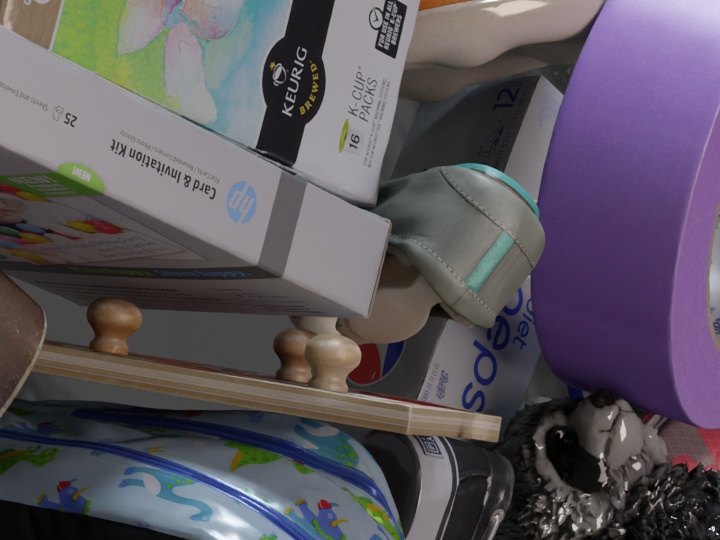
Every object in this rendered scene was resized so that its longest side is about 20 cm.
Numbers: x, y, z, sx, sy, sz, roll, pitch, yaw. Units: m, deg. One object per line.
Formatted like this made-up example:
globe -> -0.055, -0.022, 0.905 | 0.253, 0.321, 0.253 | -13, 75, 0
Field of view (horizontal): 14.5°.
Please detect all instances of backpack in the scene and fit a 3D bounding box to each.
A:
backpack -> -0.079, 0.118, 0.991 | 0.154, 0.200, 0.164 | -27, 112, -42

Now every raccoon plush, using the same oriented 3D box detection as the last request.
raccoon plush -> 0.102, 0.145, 1.168 | 0.097, 0.134, 0.201 | -16, 120, -61

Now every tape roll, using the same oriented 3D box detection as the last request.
tape roll -> 0.144, -0.039, 1.170 | 0.200, 0.065, 0.201 | -41, 140, -48

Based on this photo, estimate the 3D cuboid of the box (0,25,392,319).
box -> -0.111, -0.032, 0.983 | 0.200, 0.156, 0.041 | 27, 71, -45

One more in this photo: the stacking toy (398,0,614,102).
stacking toy -> 0.018, -0.173, 1.150 | 0.146, 0.146, 0.201 | -8, 85, -47

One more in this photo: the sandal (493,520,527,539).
sandal -> 0.106, 0.108, 1.302 | 0.200, 0.075, 0.048 | 21, 52, -53

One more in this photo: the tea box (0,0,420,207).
tea box -> -0.080, -0.145, 1.026 | 0.197, 0.133, 0.201 | 22, 76, -45

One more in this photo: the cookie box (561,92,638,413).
cookie box -> 0.174, -0.026, 1.351 | 0.200, 0.075, 0.172 | -30, 114, -41

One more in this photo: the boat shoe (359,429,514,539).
boat shoe -> 0.001, 0.155, 1.136 | 0.068, 0.074, 0.200 | 15, 102, -36

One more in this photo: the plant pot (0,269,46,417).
plant pot -> -0.231, -0.002, 0.861 | 0.200, 0.187, 0.187 | 51, 55, -17

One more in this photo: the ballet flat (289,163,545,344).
ballet flat -> 0.000, 0.000, 1.087 | 0.067, 0.200, 0.064 | 38, 70, -18

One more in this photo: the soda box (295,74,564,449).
soda box -> 0.037, 0.016, 1.210 | 0.063, 0.068, 0.200 | 38, 64, -40

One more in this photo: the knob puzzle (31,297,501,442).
knob puzzle -> -0.043, 0.033, 1.044 | 0.219, 0.219, 0.031 | 11, 87, -47

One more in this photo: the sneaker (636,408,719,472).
sneaker -> 0.182, 0.075, 1.251 | 0.200, 0.087, 0.074 | -45, 124, -34
